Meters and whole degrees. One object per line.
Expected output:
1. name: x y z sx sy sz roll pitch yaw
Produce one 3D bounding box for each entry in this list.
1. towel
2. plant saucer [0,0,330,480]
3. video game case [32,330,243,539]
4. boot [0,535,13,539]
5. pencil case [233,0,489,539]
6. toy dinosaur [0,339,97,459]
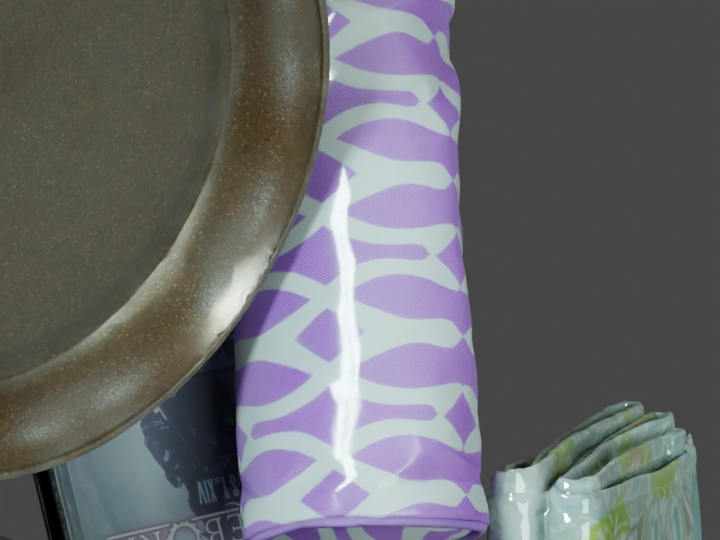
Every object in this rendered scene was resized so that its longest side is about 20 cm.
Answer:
1. towel: 0.081 0.153 1.026 0.171 0.048 0.201 -13 100 -72
2. plant saucer: -0.092 -0.038 0.856 0.200 0.032 0.201 -25 129 -35
3. video game case: -0.044 0.043 0.987 0.142 0.019 0.201 -10 81 -32
4. boot: -0.089 0.099 0.861 0.199 0.132 0.070 12 74 -21
5. pencil case: 0.000 0.000 0.968 0.085 0.084 0.201 20 65 -59
6. toy dinosaur: -0.181 -0.006 0.907 0.200 0.077 0.102 53 48 -5
